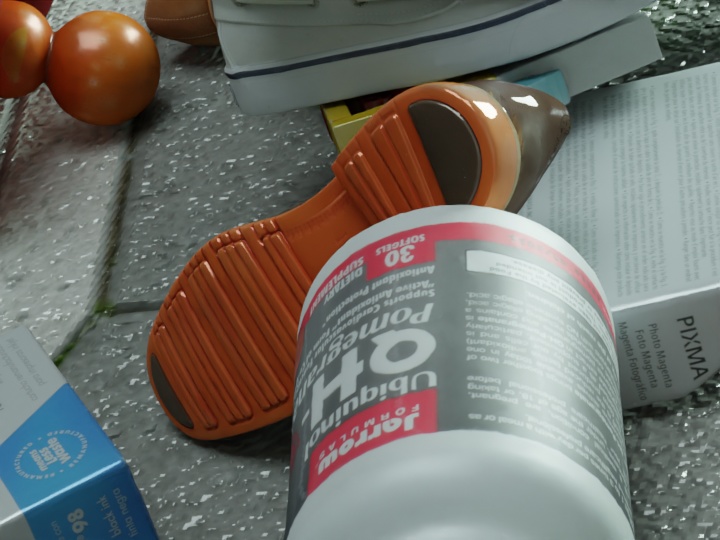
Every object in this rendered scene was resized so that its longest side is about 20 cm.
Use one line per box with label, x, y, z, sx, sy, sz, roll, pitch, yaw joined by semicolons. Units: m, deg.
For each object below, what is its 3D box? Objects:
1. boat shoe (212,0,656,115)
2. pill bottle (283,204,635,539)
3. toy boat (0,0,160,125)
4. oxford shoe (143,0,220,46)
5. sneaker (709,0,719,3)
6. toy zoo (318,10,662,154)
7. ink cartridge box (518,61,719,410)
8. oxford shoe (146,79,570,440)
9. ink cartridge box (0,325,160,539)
boat shoe;0.030;-0.113;1.160;0.200;0.066;0.072;-10;17;33
pill bottle;0.031;0.075;0.940;0.111;0.111;0.200;-13;32;9
toy boat;-0.153;-0.099;1.324;0.131;0.131;0.200;12;33;-7
oxford shoe;-0.043;-0.176;1.407;0.071;0.071;0.200;-4;34;34
sneaker;0.125;-0.160;1.252;0.200;0.074;0.089;27;24;8
toy zoo;0.046;-0.083;1.206;0.131;0.020;0.200;-19;14;0
ink cartridge box;0.135;-0.020;1.092;0.200;0.057;0.163;-10;32;9
oxford shoe;0.000;0.000;1.076;0.200;0.071;0.073;-36;-13;36
ink cartridge box;-0.177;0.111;1.037;0.200;0.067;0.116;-27;33;-12
